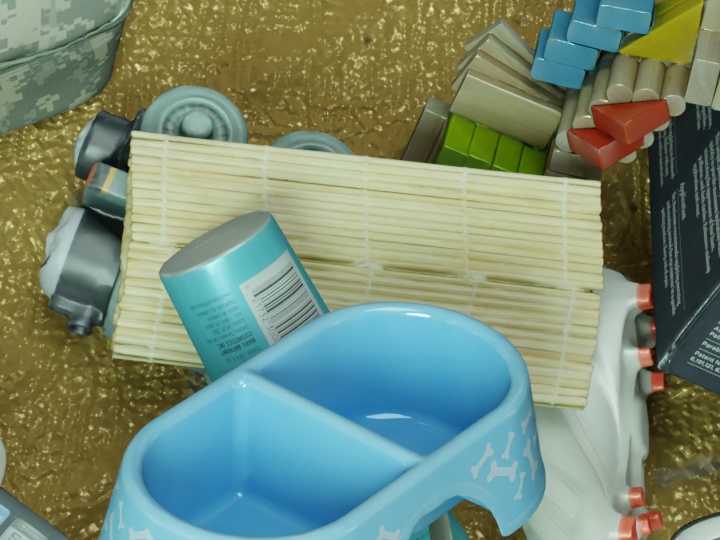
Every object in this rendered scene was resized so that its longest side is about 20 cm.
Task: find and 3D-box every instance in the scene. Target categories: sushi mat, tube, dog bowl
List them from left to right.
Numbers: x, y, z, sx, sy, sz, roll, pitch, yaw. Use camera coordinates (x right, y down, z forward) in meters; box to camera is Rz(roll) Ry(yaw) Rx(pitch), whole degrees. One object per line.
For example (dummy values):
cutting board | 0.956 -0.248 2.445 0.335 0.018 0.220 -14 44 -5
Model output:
dog bowl | -0.012 0.072 1.075 0.111 0.050 0.200 25 38 30
tube | -0.012 0.074 1.185 0.077 0.050 0.200 -29 103 -6
sushi mat | 0.000 0.000 1.213 0.200 0.012 0.096 6 79 -3

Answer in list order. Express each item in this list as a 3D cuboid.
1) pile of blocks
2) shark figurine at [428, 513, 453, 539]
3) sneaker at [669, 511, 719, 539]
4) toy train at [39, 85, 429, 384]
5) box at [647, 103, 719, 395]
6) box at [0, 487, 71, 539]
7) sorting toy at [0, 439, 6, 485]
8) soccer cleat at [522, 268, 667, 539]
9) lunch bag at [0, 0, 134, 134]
pile of blocks | 0.087 -0.068 1.263 0.082 0.200 0.062 42 35 -19
shark figurine | -0.001 0.161 1.060 0.128 0.090 0.214 26 43 28
sneaker | 0.217 0.142 1.171 0.076 0.200 0.116 27 52 -47
toy train | -0.037 0.002 1.254 0.200 0.085 0.114 22 66 -2
box | 0.212 -0.062 1.259 0.104 0.182 0.200 22 38 -14
box | -0.195 0.124 1.036 0.200 0.049 0.161 37 51 4
sorting toy | -0.221 0.108 1.133 0.180 0.107 0.200 8 58 -20
soccer cleat | 0.086 0.087 1.243 0.078 0.069 0.200 -6 52 18
lunch bag | -0.194 -0.137 1.238 0.200 0.168 0.139 -20 67 -24
